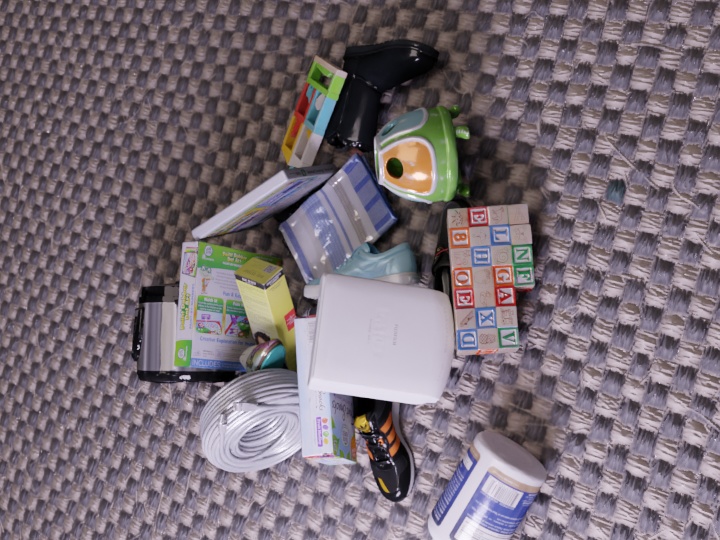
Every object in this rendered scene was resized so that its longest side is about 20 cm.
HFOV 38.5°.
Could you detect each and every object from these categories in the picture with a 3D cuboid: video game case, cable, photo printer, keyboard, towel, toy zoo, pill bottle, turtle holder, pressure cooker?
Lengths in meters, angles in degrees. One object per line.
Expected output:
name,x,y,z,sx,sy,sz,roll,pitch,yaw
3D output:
video game case,-0.151,-0.112,1.665,0.199,0.182,0.022,-30,85,26
cable,-0.158,0.238,1.620,0.070,0.198,0.201,58,139,34
photo printer,0.033,0.097,1.439,0.069,0.198,0.168,120,158,-71
keyboard,-0.071,-0.081,1.718,0.199,0.021,0.129,13,90,39
towel,-0.040,-0.076,1.668,0.200,0.024,0.148,-40,61,25
toy zoo,-0.084,-0.248,1.714,0.202,0.020,0.131,-68,25,14
pill bottle,0.161,0.332,1.412,0.111,0.110,0.201,38,105,35
turtle holder,0.085,-0.181,1.518,0.130,0.142,0.187,-6,48,-2
pressure cooker,-0.294,0.092,1.763,0.174,0.178,0.203,-2,85,37

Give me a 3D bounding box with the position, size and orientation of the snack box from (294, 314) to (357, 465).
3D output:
snack box,-0.050,0.178,1.516,0.052,0.142,0.202,-8,73,13

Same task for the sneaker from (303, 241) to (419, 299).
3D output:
sneaker,0.000,0.000,1.619,0.198,0.074,0.083,-9,77,23

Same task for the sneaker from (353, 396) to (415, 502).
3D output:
sneaker,0.022,0.247,1.546,0.069,0.090,0.202,-20,70,33

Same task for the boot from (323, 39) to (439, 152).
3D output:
boot,0.031,-0.271,1.633,0.199,0.076,0.170,6,83,45

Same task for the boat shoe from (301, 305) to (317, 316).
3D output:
boat shoe,-0.039,0.141,1.631,0.066,0.070,0.202,-33,57,30

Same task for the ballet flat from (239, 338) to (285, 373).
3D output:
ballet flat,-0.158,0.165,1.654,0.071,0.069,0.201,40,151,28

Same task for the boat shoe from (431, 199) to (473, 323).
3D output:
boat shoe,0.142,-0.010,1.517,0.073,0.063,0.204,-10,75,38

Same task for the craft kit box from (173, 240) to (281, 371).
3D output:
craft kit box,-0.213,0.064,1.690,0.048,0.199,0.200,0,82,38

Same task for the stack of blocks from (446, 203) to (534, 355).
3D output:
stack of blocks,0.185,0.014,1.448,0.114,0.059,0.203,-3,78,3

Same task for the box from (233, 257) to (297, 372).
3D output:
box,-0.139,0.081,1.650,0.075,0.050,0.202,17,133,39
